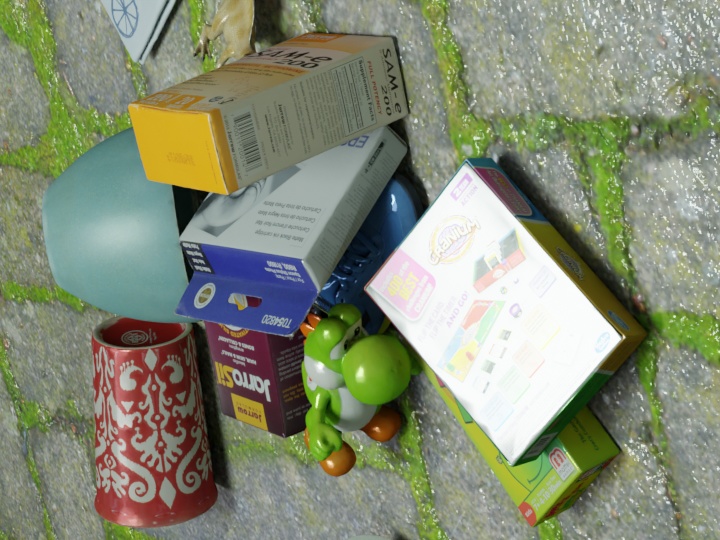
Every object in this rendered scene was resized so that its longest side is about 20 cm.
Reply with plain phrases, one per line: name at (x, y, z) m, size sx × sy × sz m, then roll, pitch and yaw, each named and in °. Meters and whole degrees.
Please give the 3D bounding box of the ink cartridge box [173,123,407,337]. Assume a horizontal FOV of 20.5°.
ink cartridge box at (-0.075, -0.044, 1.755) m, size 0.041 × 0.201 × 0.199 m, roll 41°, pitch 160°, yaw -33°

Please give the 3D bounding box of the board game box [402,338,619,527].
board game box at (0.123, 0.104, 1.677) m, size 0.200 × 0.047 × 0.102 m, roll 55°, pitch 144°, yaw 19°

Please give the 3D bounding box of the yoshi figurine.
yoshi figurine at (0.001, 0.110, 1.768) m, size 0.200 × 0.111 × 0.113 m, roll 87°, pitch -177°, yaw -55°

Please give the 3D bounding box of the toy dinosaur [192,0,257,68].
toy dinosaur at (-0.114, -0.226, 1.823) m, size 0.101 × 0.058 × 0.201 m, roll 115°, pitch 149°, yaw -48°

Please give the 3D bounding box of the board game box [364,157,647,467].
board game box at (0.113, 0.032, 1.603) m, size 0.200 × 0.040 × 0.153 m, roll 51°, pitch 119°, yaw 21°

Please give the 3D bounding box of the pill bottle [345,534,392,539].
pill bottle at (-0.001, 0.354, 1.933) m, size 0.112 × 0.112 × 0.201 m, roll 42°, pitch 138°, yaw 33°

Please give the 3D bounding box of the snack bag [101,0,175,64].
snack bag at (-0.233, -0.333, 1.954) m, size 0.200 × 0.021 × 0.189 m, roll 59°, pitch 145°, yaw 19°

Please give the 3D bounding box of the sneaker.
sneaker at (0.000, 0.000, 1.767) m, size 0.066 × 0.078 × 0.201 m, roll 50°, pitch 141°, yaw 28°

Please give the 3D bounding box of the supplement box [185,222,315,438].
supplement box at (-0.087, 0.045, 1.903) m, size 0.110 × 0.085 × 0.201 m, roll 14°, pitch 119°, yaw 50°

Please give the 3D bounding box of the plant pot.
plant pot at (-0.233, -0.040, 1.933) m, size 0.200 × 0.134 × 0.201 m, roll -8°, pitch -90°, yaw -89°

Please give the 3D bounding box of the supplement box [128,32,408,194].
supplement box at (-0.077, -0.137, 1.685) m, size 0.126 × 0.200 × 0.074 m, roll 11°, pitch 121°, yaw 50°

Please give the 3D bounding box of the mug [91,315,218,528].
mug at (-0.239, 0.150, 2.139) m, size 0.177 × 0.133 × 0.201 m, roll 21°, pitch 121°, yaw 46°
